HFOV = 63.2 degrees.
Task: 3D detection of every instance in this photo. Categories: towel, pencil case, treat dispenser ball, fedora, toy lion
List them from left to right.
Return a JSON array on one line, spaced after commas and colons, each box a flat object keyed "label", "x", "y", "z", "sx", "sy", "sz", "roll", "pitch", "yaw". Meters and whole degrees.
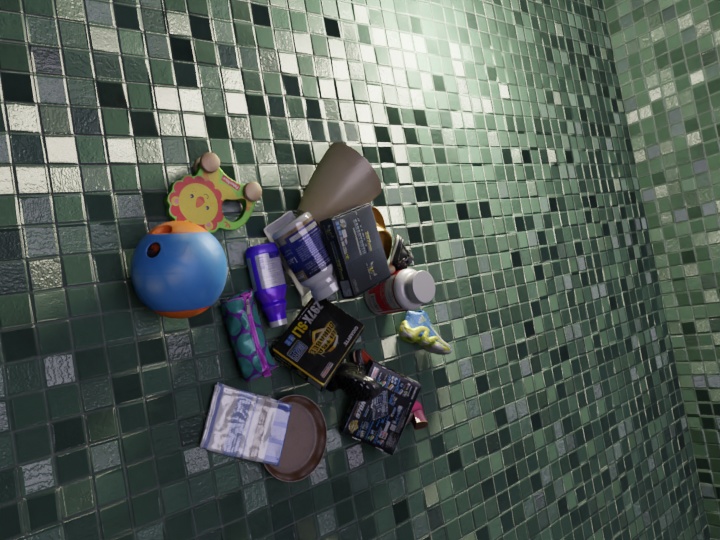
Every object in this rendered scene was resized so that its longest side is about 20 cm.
[{"label": "treat dispenser ball", "x": -0.382, "y": -0.001, "z": 1.240, "sx": 0.197, "sy": 0.199, "sz": 0.207, "roll": 8, "pitch": 76, "yaw": -36}, {"label": "toy lion", "x": -0.354, "y": -0.161, "z": 1.388, "sx": 0.198, "sy": 0.068, "sz": 0.195, "roll": 32, "pitch": 70, "yaw": -30}, {"label": "towel", "x": -0.262, "y": 0.357, "z": 1.354, "sx": 0.196, "sy": 0.024, "sz": 0.150, "roll": 21, "pitch": 70, "yaw": -20}, {"label": "pencil case", "x": -0.264, "y": 0.152, "z": 1.375, "sx": 0.084, "sy": 0.091, "sz": 0.205, "roll": -20, "pitch": 95, "yaw": -39}, {"label": "fedora", "x": 0.032, "y": -0.072, "z": 1.608, "sx": 0.199, "sy": 0.081, "sz": 0.205, "roll": -34, "pitch": 136, "yaw": -39}]

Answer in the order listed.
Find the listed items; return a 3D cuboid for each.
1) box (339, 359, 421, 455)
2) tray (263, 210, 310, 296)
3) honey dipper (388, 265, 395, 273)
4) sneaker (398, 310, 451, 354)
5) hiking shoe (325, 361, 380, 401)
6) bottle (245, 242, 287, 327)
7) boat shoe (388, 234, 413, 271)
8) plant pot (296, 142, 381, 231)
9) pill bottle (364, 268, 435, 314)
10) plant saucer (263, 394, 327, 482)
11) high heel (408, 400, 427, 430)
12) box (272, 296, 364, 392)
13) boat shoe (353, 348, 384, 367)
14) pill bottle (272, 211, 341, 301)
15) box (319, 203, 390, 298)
[{"label": "box", "x": 0.054, "y": 0.363, "z": 1.554, "sx": 0.156, "sy": 0.046, "sz": 0.204, "roll": 26, "pitch": 84, "yaw": -14}, {"label": "tray", "x": -0.171, "y": -0.043, "z": 1.531, "sx": 0.107, "sy": 0.022, "sz": 0.203, "roll": -39, "pitch": 106, "yaw": -36}, {"label": "honey dipper", "x": 0.000, "y": 0.000, "z": 1.574, "sx": 0.195, "sy": 0.038, "sz": 0.039, "roll": 1, "pitch": 80, "yaw": -14}, {"label": "sneaker", "x": 0.204, "y": 0.180, "z": 1.754, "sx": 0.197, "sy": 0.075, "sz": 0.107, "roll": 27, "pitch": 65, "yaw": -31}, {"label": "hiking shoe", "x": -0.012, "y": 0.267, "z": 1.485, "sx": 0.100, "sy": 0.197, "sz": 0.077, "roll": -33, "pitch": 116, "yaw": -38}, {"label": "bottle", "x": -0.224, "y": 0.037, "z": 1.445, "sx": 0.082, "sy": 0.065, "sz": 0.205, "roll": -14, "pitch": 90, "yaw": -37}, {"label": "boat shoe", "x": 0.116, "y": -0.034, "z": 1.648, "sx": 0.064, "sy": 0.201, "sz": 0.076, "roll": 14, "pitch": 61, "yaw": 5}, {"label": "plant pot", "x": -0.074, "y": -0.199, "z": 1.557, "sx": 0.188, "sy": 0.186, "sz": 0.201, "roll": 48, "pitch": 71, "yaw": -21}, {"label": "pill bottle", "x": 0.110, "y": 0.058, "z": 1.621, "sx": 0.110, "sy": 0.198, "sz": 0.115, "roll": 8, "pitch": 76, "yaw": -36}, {"label": "plant saucer", "x": -0.169, "y": 0.410, "z": 1.440, "sx": 0.197, "sy": 0.032, "sz": 0.206, "roll": 8, "pitch": 77, "yaw": -37}, {"label": "high heel", "x": 0.090, "y": 0.407, "z": 1.651, "sx": 0.195, "sy": 0.097, "sz": 0.069, "roll": 7, "pitch": 120, "yaw": -25}, {"label": "box", "x": -0.105, "y": 0.177, "z": 1.477, "sx": 0.158, "sy": 0.050, "sz": 0.201, "roll": 32, "pitch": 58, "yaw": 10}, {"label": "boat shoe", "x": 0.053, "y": 0.288, "z": 1.609, "sx": 0.201, "sy": 0.062, "sz": 0.072, "roll": 54, "pitch": 32, "yaw": -19}, {"label": "pill bottle", "x": -0.125, "y": -0.033, "z": 1.470, "sx": 0.115, "sy": 0.115, "sz": 0.203, "roll": -37, "pitch": 100, "yaw": -36}, {"label": "box", "x": -0.009, "y": -0.051, "z": 1.472, "sx": 0.156, "sy": 0.050, "sz": 0.205, "roll": -26, "pitch": 103, "yaw": -47}]
